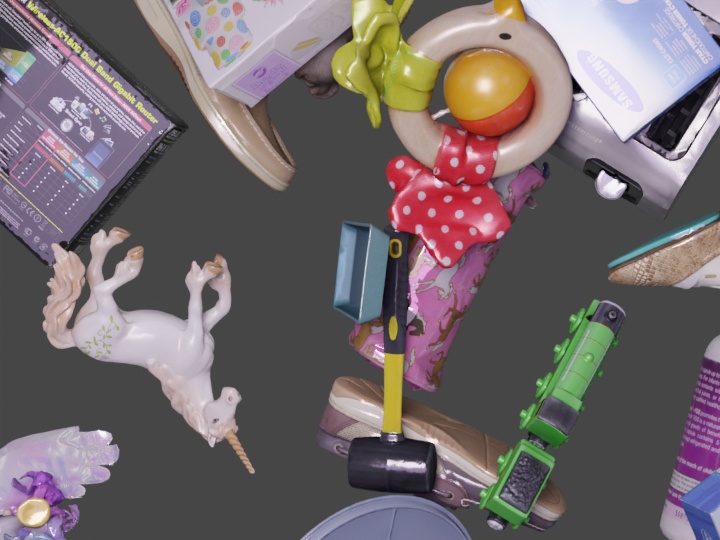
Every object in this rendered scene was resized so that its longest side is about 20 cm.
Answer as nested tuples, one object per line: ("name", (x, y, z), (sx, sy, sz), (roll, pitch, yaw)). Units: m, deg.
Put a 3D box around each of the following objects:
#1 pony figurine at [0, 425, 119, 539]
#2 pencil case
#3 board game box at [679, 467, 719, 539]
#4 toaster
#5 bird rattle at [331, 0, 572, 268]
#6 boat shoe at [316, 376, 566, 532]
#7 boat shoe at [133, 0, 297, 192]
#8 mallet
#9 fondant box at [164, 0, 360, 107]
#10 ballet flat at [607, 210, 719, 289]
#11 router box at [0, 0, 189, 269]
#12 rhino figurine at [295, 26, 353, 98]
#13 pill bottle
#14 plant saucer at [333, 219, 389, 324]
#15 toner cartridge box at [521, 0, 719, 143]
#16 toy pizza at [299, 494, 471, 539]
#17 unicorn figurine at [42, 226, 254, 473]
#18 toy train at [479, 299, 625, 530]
("pony figurine", (-0.273, 0.203, 1.668), (0.192, 0.200, 0.168), (-3, 84, -9))
("pencil case", (0.065, -0.008, 1.658), (0.086, 0.083, 0.201), (28, 94, -11))
("board game box", (0.342, 0.190, 1.569), (0.199, 0.043, 0.201), (-33, 115, -19))
("toaster", (0.200, -0.159, 1.622), (0.180, 0.119, 0.201), (33, 94, 5))
("bird rattle", (0.070, -0.107, 1.528), (0.162, 0.113, 0.201), (-24, 112, 16))
("boat shoe", (0.059, 0.150, 1.672), (0.199, 0.072, 0.065), (27, 107, 2))
("boat shoe", (-0.100, -0.154, 1.685), (0.065, 0.072, 0.201), (-34, 81, 7))
("mallet", (0.034, 0.068, 1.603), (0.065, 0.041, 0.201), (11, 104, 10))
("fondant box", (-0.082, -0.243, 1.614), (0.144, 0.058, 0.201), (-37, 60, 18))
("ballet flat", (0.282, -0.025, 1.640), (0.199, 0.071, 0.066), (-30, 91, 8))
("router box", (-0.256, -0.122, 1.706), (0.200, 0.062, 0.150), (43, 96, 5))
("rhino figurine", (-0.005, -0.228, 1.654), (0.060, 0.087, 0.201), (25, 94, 5))
("pill bottle", (0.297, 0.112, 1.617), (0.112, 0.112, 0.201), (15, 93, 6))
("plant saucer", (0.000, 0.000, 1.611), (0.019, 0.200, 0.070), (7, 91, -7))
("toner cartridge box", (0.161, -0.197, 1.545), (0.095, 0.043, 0.200), (-38, 87, 7))
("toy pizza", (0.001, 0.256, 1.647), (0.199, 0.032, 0.201), (-13, 116, -27))
("unicorn figurine", (-0.150, 0.051, 1.692), (0.199, 0.074, 0.138), (19, 103, 3))
("toy train", (0.145, 0.103, 1.627), (0.042, 0.056, 0.201), (30, 66, 0))
